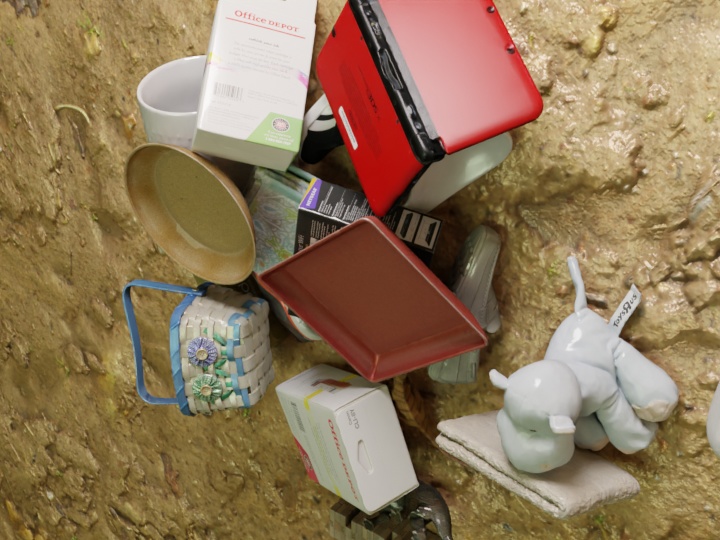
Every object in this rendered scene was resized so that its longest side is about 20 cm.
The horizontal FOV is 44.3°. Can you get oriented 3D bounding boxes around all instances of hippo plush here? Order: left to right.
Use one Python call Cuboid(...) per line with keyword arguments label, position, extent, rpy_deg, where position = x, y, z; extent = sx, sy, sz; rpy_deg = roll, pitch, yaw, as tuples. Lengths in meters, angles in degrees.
Cuboid(label="hippo plush", position=(0.222, 0.130, 0.892), extent=(0.158, 0.160, 0.203), rpy_deg=(28, 128, 28))

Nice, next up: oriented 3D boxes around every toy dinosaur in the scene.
Cuboid(label="toy dinosaur", position=(0.065, 0.309, 1.181), extent=(0.197, 0.102, 0.078), rpy_deg=(7, 116, 32))
Cuboid(label="toy dinosaur", position=(0.065, 0.179, 1.118), extent=(0.201, 0.060, 0.106), rpy_deg=(59, 171, -34))

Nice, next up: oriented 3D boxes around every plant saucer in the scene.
Cuboid(label="plant saucer", position=(-0.197, -0.073, 1.060), extent=(0.198, 0.036, 0.202), rpy_deg=(23, 139, 21))
Cuboid(label="plant saucer", position=(0.015, 0.031, 0.975), extent=(0.200, 0.037, 0.198), rpy_deg=(45, 139, -19))

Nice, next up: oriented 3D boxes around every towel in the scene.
Cuboid(label="towel", position=(-0.067, -0.040, 1.095), extent=(0.198, 0.049, 0.171), rpy_deg=(29, 138, -10))
Cuboid(label="towel", position=(0.187, 0.209, 0.965), extent=(0.199, 0.131, 0.035), rpy_deg=(25, 111, 48))

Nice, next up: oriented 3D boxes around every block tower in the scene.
Cuboid(label="block tower", position=(0.048, 0.386, 1.257), extent=(0.198, 0.054, 0.059), rpy_deg=(21, 125, 32))

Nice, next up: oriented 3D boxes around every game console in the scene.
Cuboid(label="game console", position=(0.060, -0.183, 0.884), extent=(0.173, 0.117, 0.203), rpy_deg=(-50, 55, 52))

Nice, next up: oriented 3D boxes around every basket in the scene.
Cuboid(label="basket", position=(-0.222, 0.100, 1.185), extent=(0.197, 0.139, 0.179), rpy_deg=(3, 112, 22))

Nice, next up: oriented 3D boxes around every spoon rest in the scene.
Cuboid(label="spoon rest", position=(0.082, -0.107, 0.953), extent=(0.199, 0.098, 0.062), rpy_deg=(-31, 57, 52))

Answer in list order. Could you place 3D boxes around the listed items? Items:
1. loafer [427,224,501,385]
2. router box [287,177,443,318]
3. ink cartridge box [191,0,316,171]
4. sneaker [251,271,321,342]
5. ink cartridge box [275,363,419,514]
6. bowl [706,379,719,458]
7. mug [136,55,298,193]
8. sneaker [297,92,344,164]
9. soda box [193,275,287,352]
Cuboid(label="loafer", position=(0.129, 0.043, 1.007), extent=(0.068, 0.070, 0.203), rpy_deg=(11, 121, -4))
Cuboid(label="router box", position=(0.000, 0.000, 1.028), extent=(0.155, 0.053, 0.201), rpy_deg=(18, 141, 5))
Cuboid(label="ink cartridge box", position=(-0.118, -0.227, 1.003), extent=(0.067, 0.115, 0.204), rpy_deg=(139, 140, -69))
Cuboid(label="sneaker", position=(-0.117, 0.017, 1.201), extent=(0.202, 0.077, 0.082), rpy_deg=(59, 143, 2))
Cuboid(label="ink cartridge box", position=(-0.020, 0.216, 1.163), extent=(0.199, 0.082, 0.147), rpy_deg=(6, 117, 64))
Cuboid(label="bowl", position=(0.416, 0.139, 0.789), extent=(0.198, 0.074, 0.203), rpy_deg=(31, 130, 27))
Cuboid(label="mug", position=(-0.170, -0.154, 1.114), extent=(0.197, 0.148, 0.177), rpy_deg=(11, 132, 18))
Cuboid(label="sneaker", position=(0.003, -0.159, 0.999), extent=(0.112, 0.073, 0.200), rpy_deg=(51, 134, 10))
Cuboid(label="soda box", position=(-0.183, 0.025, 1.264), extent=(0.063, 0.067, 0.203), rpy_deg=(-17, 99, 44))
